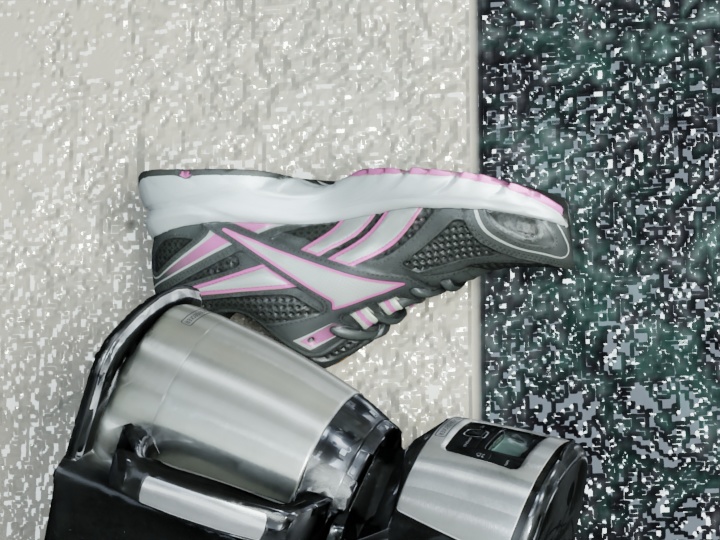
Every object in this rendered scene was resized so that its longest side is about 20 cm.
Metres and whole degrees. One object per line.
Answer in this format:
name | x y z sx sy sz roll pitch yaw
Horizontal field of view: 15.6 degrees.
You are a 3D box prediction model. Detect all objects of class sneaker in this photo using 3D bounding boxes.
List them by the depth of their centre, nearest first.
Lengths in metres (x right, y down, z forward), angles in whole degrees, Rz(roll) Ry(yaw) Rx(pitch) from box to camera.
sneaker | 0.000 0.000 1.147 0.198 0.080 0.087 0 90 21

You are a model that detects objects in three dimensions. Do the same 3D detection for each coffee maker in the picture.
coffee maker | -0.021 0.125 1.095 0.199 0.193 0.135 22 42 15
